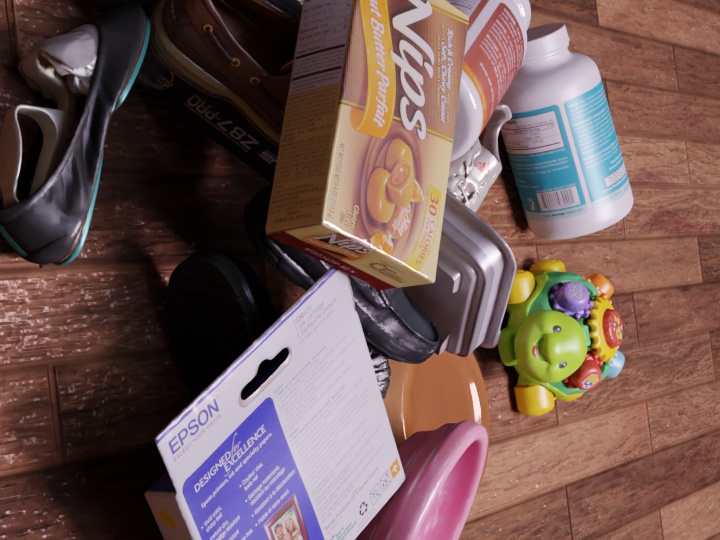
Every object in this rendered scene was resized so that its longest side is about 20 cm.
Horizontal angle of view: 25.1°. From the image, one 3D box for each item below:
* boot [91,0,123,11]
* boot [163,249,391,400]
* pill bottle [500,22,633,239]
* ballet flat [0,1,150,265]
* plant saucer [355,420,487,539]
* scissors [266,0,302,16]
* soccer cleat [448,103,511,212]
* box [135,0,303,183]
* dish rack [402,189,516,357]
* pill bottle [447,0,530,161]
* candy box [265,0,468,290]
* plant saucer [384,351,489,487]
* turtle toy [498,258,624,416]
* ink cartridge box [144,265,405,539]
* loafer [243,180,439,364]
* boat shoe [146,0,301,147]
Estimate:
[{"bbox_3d":[-0.181,-0.272,1.080,0.097,0.074,0.201,68,22,-63],"label":"boot"},{"bbox_3d":[-0.057,0.049,1.174,0.158,0.079,0.212,-46,133,-45],"label":"boot"},{"bbox_3d":[0.197,-0.140,1.611,0.111,0.110,0.201,-41,119,-54],"label":"pill bottle"},{"bbox_3d":[-0.185,-0.101,1.018,0.068,0.068,0.201,33,55,-36],"label":"ballet flat"},{"bbox_3d":[0.036,0.205,1.256,0.201,0.051,0.201,-57,161,-32],"label":"plant saucer"},{"bbox_3d":[-0.090,-0.207,1.131,0.200,0.014,0.073,48,51,9],"label":"scissors"},{"bbox_3d":[0.084,-0.075,1.441,0.069,0.077,0.201,50,44,-42],"label":"soccer cleat"},{"bbox_3d":[-0.072,-0.178,1.181,0.161,0.049,0.201,37,49,-23],"label":"box"},{"bbox_3d":[0.036,-0.012,1.237,0.044,0.172,0.200,-43,164,-19],"label":"dish rack"},{"bbox_3d":[0.083,-0.188,1.432,0.113,0.112,0.200,65,35,-26],"label":"pill bottle"},{"bbox_3d":[0.008,-0.100,1.067,0.115,0.055,0.201,28,63,-44],"label":"candy box"},{"bbox_3d":[0.061,0.128,1.395,0.200,0.037,0.201,22,64,-55],"label":"plant saucer"},{"bbox_3d":[0.195,0.065,1.569,0.200,0.101,0.147,-15,96,-59],"label":"turtle toy"},{"bbox_3d":[-0.057,0.123,1.078,0.198,0.047,0.201,-44,129,-37],"label":"ink cartridge box"},{"bbox_3d":[0.000,0.000,1.168,0.200,0.070,0.068,41,17,-35],"label":"loafer"},{"bbox_3d":[-0.048,-0.133,1.099,0.200,0.067,0.072,30,54,-25],"label":"boat shoe"}]
